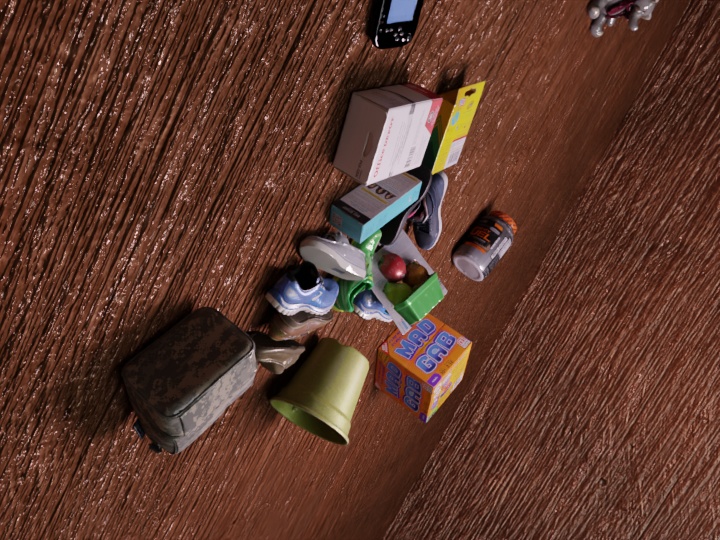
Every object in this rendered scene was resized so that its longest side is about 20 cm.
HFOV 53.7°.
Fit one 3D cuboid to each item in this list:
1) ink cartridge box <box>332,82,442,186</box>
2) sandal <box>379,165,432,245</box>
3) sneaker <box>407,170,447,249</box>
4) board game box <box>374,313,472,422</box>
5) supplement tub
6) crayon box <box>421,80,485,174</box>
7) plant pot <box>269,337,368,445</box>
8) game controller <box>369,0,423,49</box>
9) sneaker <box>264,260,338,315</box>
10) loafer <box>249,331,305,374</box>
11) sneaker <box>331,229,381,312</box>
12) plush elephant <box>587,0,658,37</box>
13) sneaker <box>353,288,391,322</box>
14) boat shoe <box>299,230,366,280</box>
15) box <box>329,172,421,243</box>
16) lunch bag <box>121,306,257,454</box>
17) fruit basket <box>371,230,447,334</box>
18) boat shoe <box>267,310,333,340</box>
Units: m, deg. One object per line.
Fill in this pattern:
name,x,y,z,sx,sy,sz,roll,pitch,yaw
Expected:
ink cartridge box,0.051,-0.253,1.295,0.199,0.082,0.148,-27,142,-52
sandal,0.094,-0.145,1.545,0.045,0.075,0.201,-14,140,-55
sneaker,0.138,-0.117,1.642,0.146,0.076,0.204,-47,148,-52
board game box,0.182,0.277,2.101,0.200,0.199,0.201,-42,153,-32
supplement tub,0.379,-0.078,2.150,0.200,0.122,0.123,-50,157,-19
crayon box,0.195,-0.320,1.549,0.127,0.051,0.202,-30,145,-49
plant pot,-0.075,0.261,1.600,0.185,0.199,0.201,-61,160,-22
game controller,0.069,-0.453,1.130,0.104,0.042,0.202,-33,146,-46
sneaker,-0.093,0.032,1.362,0.089,0.079,0.199,-53,160,20
loafer,-0.170,0.167,1.394,0.068,0.076,0.200,-65,157,2
sneaker,0.000,0.000,1.509,0.202,0.083,0.074,-63,159,-8
plush elephant,0.760,-0.750,2.019,0.201,0.154,0.165,-56,158,-1
sneaker,0.046,0.067,1.688,0.090,0.078,0.200,-59,158,10
boat shoe,-0.052,-0.039,1.391,0.200,0.069,0.072,30,60,-54
box,0.032,-0.136,1.410,0.200,0.082,0.049,-38,152,-38
lunch bag,-0.267,0.185,1.134,0.200,0.139,0.169,-42,152,-31
fruit basket,0.089,0.019,1.623,0.185,0.200,0.094,-40,179,-39
boat shoe,-0.123,0.097,1.423,0.068,0.072,0.200,-45,163,17
